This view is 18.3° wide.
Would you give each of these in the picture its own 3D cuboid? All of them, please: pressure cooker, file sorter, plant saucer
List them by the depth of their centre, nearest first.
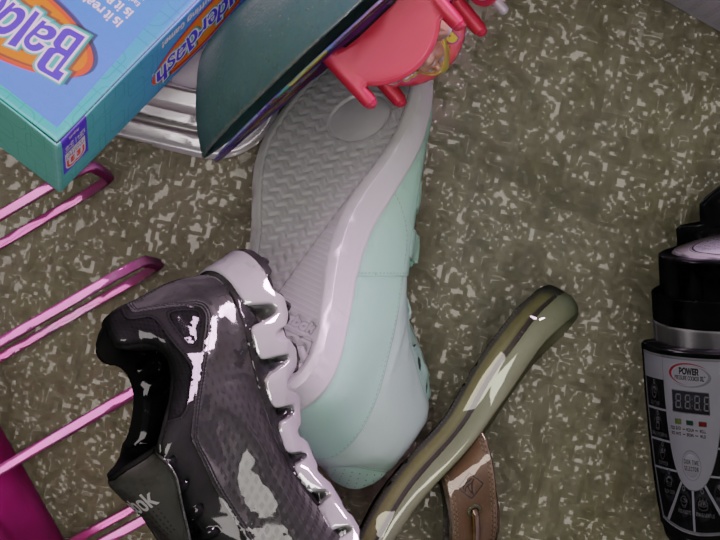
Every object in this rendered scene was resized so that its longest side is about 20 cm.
[{"bbox_3d":[-0.004,-0.127,0.953,0.200,0.200,0.036,-41,92,1],"label":"plant saucer"},{"bbox_3d":[0.212,0.045,0.965,0.175,0.179,0.201,-3,96,12],"label":"pressure cooker"},{"bbox_3d":[-0.120,0.066,0.990,0.125,0.139,0.200,-30,90,0],"label":"file sorter"}]

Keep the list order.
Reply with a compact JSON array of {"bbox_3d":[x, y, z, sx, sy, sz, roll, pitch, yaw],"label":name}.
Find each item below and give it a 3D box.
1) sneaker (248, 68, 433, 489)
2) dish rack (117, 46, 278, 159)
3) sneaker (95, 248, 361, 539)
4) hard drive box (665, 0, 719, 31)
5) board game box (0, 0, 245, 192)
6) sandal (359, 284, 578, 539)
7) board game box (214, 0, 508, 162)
[{"bbox_3d":[0.000,0.000,1.029,0.074,0.118,0.201,2,59,27],"label":"sneaker"},{"bbox_3d":[-0.123,-0.152,1.034,0.199,0.044,0.172,13,91,1],"label":"dish rack"},{"bbox_3d":[-0.054,0.094,0.887,0.090,0.066,0.201,-12,79,-32],"label":"sneaker"},{"bbox_3d":[0.185,-0.142,0.973,0.200,0.156,0.077,30,92,1],"label":"hard drive box"},{"bbox_3d":[-0.120,-0.152,0.960,0.152,0.045,0.200,37,66,12],"label":"board game box"},{"bbox_3d":[0.045,0.099,1.016,0.057,0.080,0.201,36,91,3],"label":"sandal"},{"bbox_3d":[0.026,-0.101,0.948,0.039,0.158,0.200,48,55,-3],"label":"board game box"}]
